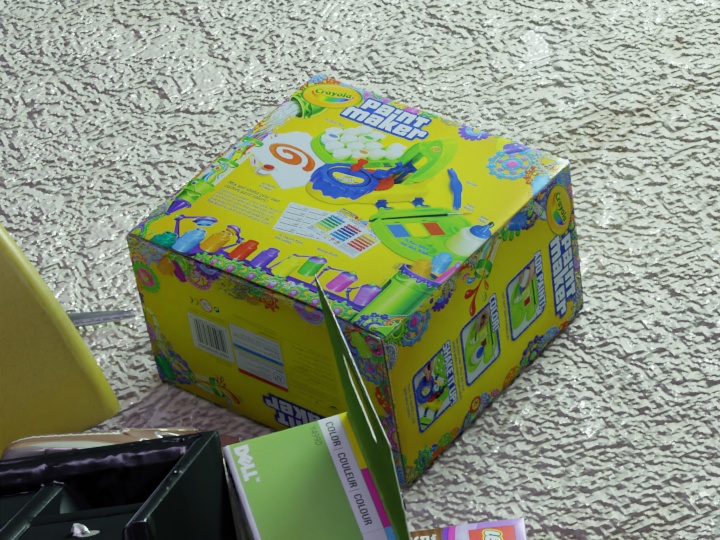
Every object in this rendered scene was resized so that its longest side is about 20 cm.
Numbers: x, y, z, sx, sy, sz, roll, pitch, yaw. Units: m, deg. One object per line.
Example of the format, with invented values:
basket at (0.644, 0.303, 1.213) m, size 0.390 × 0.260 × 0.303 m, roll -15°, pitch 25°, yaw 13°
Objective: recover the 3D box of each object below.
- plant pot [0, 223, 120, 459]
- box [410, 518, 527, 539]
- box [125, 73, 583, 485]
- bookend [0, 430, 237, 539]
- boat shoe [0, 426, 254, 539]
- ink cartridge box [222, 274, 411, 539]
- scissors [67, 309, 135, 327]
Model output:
plant pot at (-0.290, 0.030, 1.653) m, size 0.200 × 0.177 × 0.200 m, roll -27°, pitch 21°, yaw -21°
box at (0.031, 0.223, 1.513) m, size 0.137 × 0.039 × 0.200 m, roll -7°, pitch 39°, yaw 3°
box at (0.000, 0.000, 1.724) m, size 0.200 × 0.122 × 0.193 m, roll 22°, pitch 49°, yaw 33°
bookend at (-0.176, 0.158, 1.420) m, size 0.200 × 0.092 × 0.199 m, roll -9°, pitch 8°, yaw 9°
boat shoe at (-0.113, 0.126, 1.614) m, size 0.200 × 0.076 × 0.072 m, roll 11°, pitch 21°, yaw -17°
ink cartridge box at (-0.022, 0.126, 1.451) m, size 0.076 × 0.200 × 0.148 m, roll -16°, pitch 40°, yaw -6°
scissors at (-0.248, 0.043, 1.809) m, size 0.200 × 0.014 × 0.073 m, roll 5°, pitch 39°, yaw 16°
